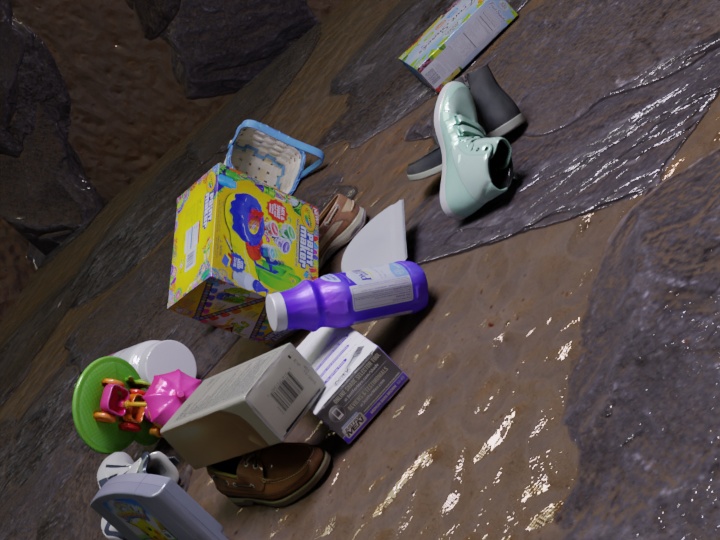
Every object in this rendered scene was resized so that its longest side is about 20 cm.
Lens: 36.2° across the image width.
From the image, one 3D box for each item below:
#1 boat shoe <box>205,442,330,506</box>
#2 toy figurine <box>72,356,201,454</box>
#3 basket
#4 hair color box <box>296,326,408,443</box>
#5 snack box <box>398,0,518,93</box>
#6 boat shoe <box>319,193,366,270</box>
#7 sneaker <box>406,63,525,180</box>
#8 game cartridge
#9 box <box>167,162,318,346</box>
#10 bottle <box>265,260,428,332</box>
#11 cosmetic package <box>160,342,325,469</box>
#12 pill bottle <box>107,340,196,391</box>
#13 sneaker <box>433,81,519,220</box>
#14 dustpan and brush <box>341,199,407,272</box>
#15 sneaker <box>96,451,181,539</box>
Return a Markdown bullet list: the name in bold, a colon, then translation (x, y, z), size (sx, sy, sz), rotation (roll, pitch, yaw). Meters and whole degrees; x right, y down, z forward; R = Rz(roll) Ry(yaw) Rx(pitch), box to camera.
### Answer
- **boat shoe**: translation (-0.120, 0.241, 1.333), size (0.200, 0.068, 0.072), rotation (-25, 27, 43)
- **toy figurine**: translation (-0.301, 0.212, 1.672), size (0.183, 0.200, 0.151), rotation (-4, 64, 33)
- **basket**: translation (-0.183, -0.224, 2.210), size (0.200, 0.176, 0.140), rotation (-41, 31, 56)
- **hair color box**: translation (-0.027, 0.129, 1.369), size (0.109, 0.065, 0.200), rotation (-47, 18, -5)
- **snack box**: translation (0.176, -0.427, 2.015), size (0.200, 0.068, 0.169), rotation (-45, 20, 7)
- **boat shoe**: translation (-0.080, -0.046, 1.793), size (0.200, 0.072, 0.076), rotation (-45, 20, 5)
- **sneaker**: translation (0.134, -0.215, 1.613), size (0.199, 0.107, 0.075), rotation (-29, 4, 28)
- **game cartridge**: translation (-0.262, 0.311, 1.390), size (0.200, 0.134, 0.041), rotation (-21, 24, 51)
- **box**: translation (-0.173, -0.021, 1.662), size (0.122, 0.192, 0.201), rotation (-33, 47, 40)
- **bottle**: translation (-0.018, 0.035, 1.375), size (0.199, 0.066, 0.083), rotation (-10, 12, -19)
- **cosmetic package**: translation (-0.144, 0.166, 1.324), size (0.200, 0.071, 0.105), rotation (-25, 19, 49)
- **pill bottle**: translation (-0.367, 0.181, 1.877), size (0.200, 0.113, 0.114), rotation (-19, 33, 50)
- **sneaker**: translation (0.162, -0.178, 1.483), size (0.118, 0.073, 0.202), rotation (-25, 60, 49)
- **dustpan and brush**: translation (0.000, 0.000, 1.592), size (0.199, 0.057, 0.140), rotation (-29, 37, 24)
- **sneaker**: translation (-0.312, 0.300, 1.593), size (0.129, 0.080, 0.199), rotation (-42, 20, 7)
